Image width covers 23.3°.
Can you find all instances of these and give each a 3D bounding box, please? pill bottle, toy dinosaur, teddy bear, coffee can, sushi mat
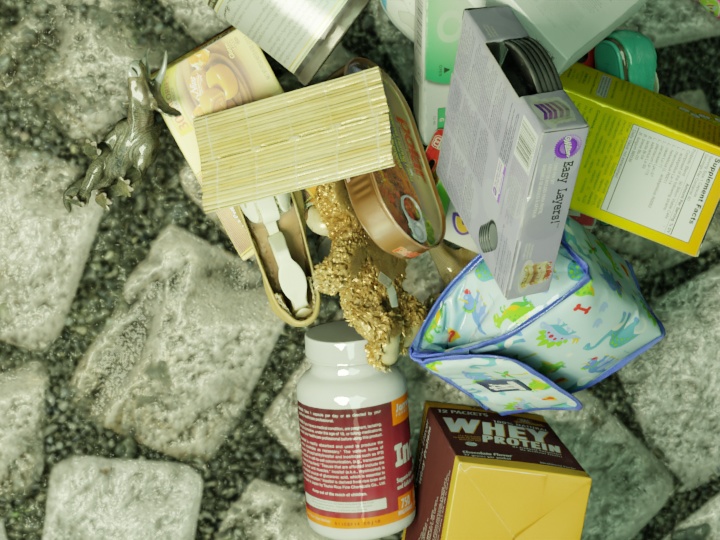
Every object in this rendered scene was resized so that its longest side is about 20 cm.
[{"bbox_3d":[-0.006,0.158,1.746,0.112,0.113,0.202,-6,103,-6],"label":"pill bottle"},{"bbox_3d":[-0.222,-0.106,1.653,0.077,0.102,0.200,38,139,6],"label":"toy dinosaur"},{"bbox_3d":[0.000,0.000,1.668,0.066,0.145,0.201,-14,119,36],"label":"teddy bear"},{"bbox_3d":[-0.084,-0.290,1.610,0.199,0.146,0.147,38,95,-5],"label":"coffee can"},{"bbox_3d":[-0.063,-0.119,1.613,0.198,0.012,0.097,-13,72,21],"label":"sushi mat"},{"bbox_3d":[0.098,0.013,1.769,0.200,0.058,0.102,38,80,-22],"label":"toy dinosaur"}]

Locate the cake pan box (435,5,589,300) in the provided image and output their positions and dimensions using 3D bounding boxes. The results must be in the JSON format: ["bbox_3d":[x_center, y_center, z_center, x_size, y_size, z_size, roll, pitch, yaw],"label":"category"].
[{"bbox_3d":[0.130,-0.109,1.558,0.052,0.185,0.201,-10,134,-19],"label":"cake pan box"}]

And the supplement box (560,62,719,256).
[{"bbox_3d":[0.249,-0.112,1.660,0.198,0.110,0.110,22,114,5],"label":"supplement box"}]

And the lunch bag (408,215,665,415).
[{"bbox_3d":[0.166,0.056,1.694,0.199,0.128,0.170,-35,141,18],"label":"lunch bag"}]

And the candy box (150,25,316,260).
[{"bbox_3d":[-0.114,-0.126,1.701,0.115,0.055,0.201,-29,105,-1],"label":"candy box"}]

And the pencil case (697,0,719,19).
[{"bbox_3d":[0.330,-0.321,1.707,0.087,0.087,0.200,-45,103,3],"label":"pencil case"}]

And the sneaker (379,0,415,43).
[{"bbox_3d":[0.046,-0.299,1.674,0.076,0.081,0.201,-26,106,-3],"label":"sneaker"}]

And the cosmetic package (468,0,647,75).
[{"bbox_3d":[0.160,-0.291,1.620,0.151,0.052,0.200,-39,83,-29],"label":"cosmetic package"}]

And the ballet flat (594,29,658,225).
[{"bbox_3d":[0.272,-0.142,1.745,0.070,0.067,0.202,-15,115,-29],"label":"ballet flat"}]

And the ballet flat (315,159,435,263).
[{"bbox_3d":[0.038,-0.072,1.743,0.199,0.046,0.067,-37,131,7],"label":"ballet flat"}]

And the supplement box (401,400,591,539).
[{"bbox_3d":[0.126,0.258,1.740,0.131,0.200,0.199,7,101,-9],"label":"supplement box"}]

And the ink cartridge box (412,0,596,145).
[{"bbox_3d":[0.149,-0.211,1.691,0.198,0.050,0.162,-7,123,-10],"label":"ink cartridge box"}]

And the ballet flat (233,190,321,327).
[{"bbox_3d":[-0.077,-0.039,1.664,0.068,0.063,0.202,-21,105,-3],"label":"ballet flat"}]

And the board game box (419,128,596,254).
[{"bbox_3d":[0.138,-0.059,1.726,0.199,0.030,0.096,23,98,-23],"label":"board game box"}]

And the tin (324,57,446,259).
[{"bbox_3d":[0.021,-0.105,1.646,0.042,0.111,0.202,-31,66,33],"label":"tin"}]
